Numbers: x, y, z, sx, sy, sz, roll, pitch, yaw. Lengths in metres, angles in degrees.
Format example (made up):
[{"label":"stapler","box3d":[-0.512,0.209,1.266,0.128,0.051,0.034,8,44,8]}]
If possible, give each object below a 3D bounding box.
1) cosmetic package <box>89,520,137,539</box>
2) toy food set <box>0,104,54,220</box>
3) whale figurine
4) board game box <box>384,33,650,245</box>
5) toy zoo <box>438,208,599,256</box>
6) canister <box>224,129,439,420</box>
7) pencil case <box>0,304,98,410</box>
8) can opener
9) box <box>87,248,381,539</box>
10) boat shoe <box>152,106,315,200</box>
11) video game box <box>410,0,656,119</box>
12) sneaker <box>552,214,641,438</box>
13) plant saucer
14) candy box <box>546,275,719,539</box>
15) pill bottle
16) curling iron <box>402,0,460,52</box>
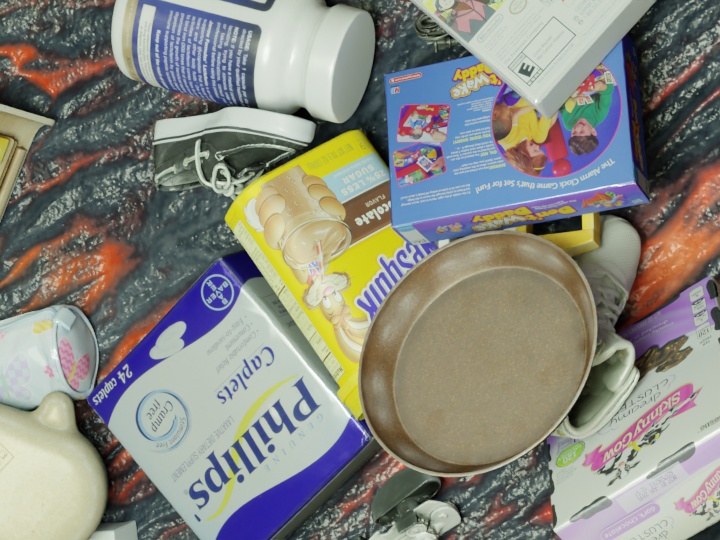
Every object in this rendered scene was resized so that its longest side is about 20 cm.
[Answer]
[{"label":"cosmetic package","box3d":[-0.267,0.330,1.890,0.150,0.052,0.201,-5,94,19]},{"label":"toy food set","box3d":[-0.363,-0.061,1.830,0.060,0.143,0.201,42,113,51]},{"label":"whale figurine","box3d":[-0.309,0.164,1.818,0.200,0.104,0.159,43,88,-3]},{"label":"board game box","box3d":[0.120,-0.105,1.645,0.199,0.045,0.135,-10,69,20]},{"label":"toy zoo","box3d":[0.125,-0.078,1.672,0.130,0.020,0.201,-8,70,21]},{"label":"canister","box3d":[0.000,0.000,1.703,0.200,0.148,0.087,54,149,10]},{"label":"pencil case","box3d":[-0.332,0.084,1.869,0.199,0.083,0.091,-8,103,21]},{"label":"can opener","box3d":[0.000,0.240,1.786,0.200,0.053,0.067,-37,48,19]},{"label":"box","box3d":[-0.093,0.115,1.771,0.184,0.105,0.200,-45,80,20]},{"label":"boat shoe","box3d":[-0.110,-0.094,1.733,0.199,0.073,0.069,-1,79,47]},{"label":"video game box","box3d":[0.145,-0.248,1.628,0.200,0.047,0.182,-47,67,2]},{"label":"sneaker","box3d":[0.187,0.046,1.620,0.074,0.115,0.201,38,72,-27]},{"label":"plant saucer","box3d":[0.092,0.066,1.576,0.199,0.034,0.201,-16,56,25]},{"label":"candy box","box3d":[0.228,0.119,1.596,0.167,0.200,0.072,-34,114,20]},{"label":"pill bottle","box3d":[-0.095,-0.191,1.732,0.199,0.116,0.116,17,101,19]},{"label":"curling iron","box3d":[0.005,-0.227,1.733,0.199,0.026,0.050,21,68,22]}]
